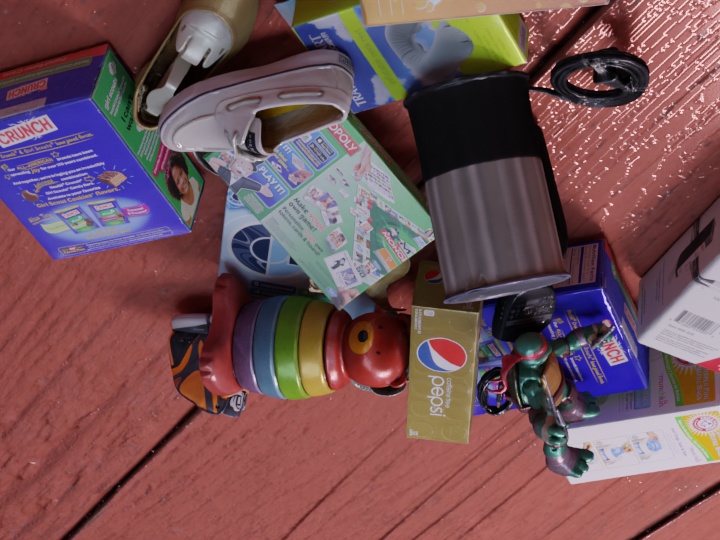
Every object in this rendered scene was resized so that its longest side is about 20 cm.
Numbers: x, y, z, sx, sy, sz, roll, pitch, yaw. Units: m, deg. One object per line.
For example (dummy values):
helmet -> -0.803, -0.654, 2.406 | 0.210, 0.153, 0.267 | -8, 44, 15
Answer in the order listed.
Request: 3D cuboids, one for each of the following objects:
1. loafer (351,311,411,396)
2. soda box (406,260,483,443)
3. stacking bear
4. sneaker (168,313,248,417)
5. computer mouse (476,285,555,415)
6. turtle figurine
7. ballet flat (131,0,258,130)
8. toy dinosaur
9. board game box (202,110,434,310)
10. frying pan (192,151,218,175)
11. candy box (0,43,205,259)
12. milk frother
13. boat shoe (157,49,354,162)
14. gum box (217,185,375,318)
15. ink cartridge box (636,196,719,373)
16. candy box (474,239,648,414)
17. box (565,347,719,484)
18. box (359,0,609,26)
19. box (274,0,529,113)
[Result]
loafer -> 0.022, 0.103, 1.934 | 0.069, 0.070, 0.200 | 11, 160, -5
soda box -> 0.084, 0.084, 1.792 | 0.067, 0.064, 0.201 | 6, 136, 6
stacking bear -> -0.046, 0.077, 1.819 | 0.199, 0.122, 0.114 | 2, 155, 17
sneaker -> -0.113, 0.102, 1.938 | 0.199, 0.113, 0.077 | -3, 174, 24
computer mouse -> 0.149, 0.070, 1.784 | 0.058, 0.034, 0.201 | -7, 136, -22
turtle figurine -> 0.191, 0.111, 1.753 | 0.100, 0.150, 0.200 | 17, 152, 27
ballet flat -> -0.151, -0.193, 1.621 | 0.068, 0.063, 0.200 | 30, 138, -10
toy dinosaur -> 0.000, 0.000, 1.775 | 0.100, 0.058, 0.201 | -1, 141, 4
board game box -> -0.033, -0.075, 1.687 | 0.134, 0.029, 0.200 | -36, 107, 18
frying pan -> -0.070, -0.140, 1.701 | 0.189, 0.031, 0.115 | -9, 131, -3
candy box -> -0.273, -0.110, 1.740 | 0.168, 0.077, 0.200 | -10, 139, 23
milk frother -> 0.161, -0.085, 1.588 | 0.180, 0.190, 0.199 | -7, 173, -40
boat shoe -> -0.095, -0.133, 1.600 | 0.199, 0.070, 0.071 | -14, 145, 21
gum box -> -0.056, -0.032, 1.826 | 0.169, 0.045, 0.201 | 10, 141, -2
ink cartridge box -> 0.385, 0.011, 1.770 | 0.143, 0.084, 0.200 | 20, 140, -14
candy box -> 0.183, 0.061, 1.861 | 0.199, 0.077, 0.169 | -9, 135, 22
box -> 0.305, 0.144, 1.927 | 0.199, 0.113, 0.102 | -11, 137, 22
box -> 0.096, -0.275, 1.421 | 0.198, 0.098, 0.125 | -4, 118, 14
box -> 0.034, -0.211, 1.583 | 0.199, 0.048, 0.122 | -15, 136, 25
